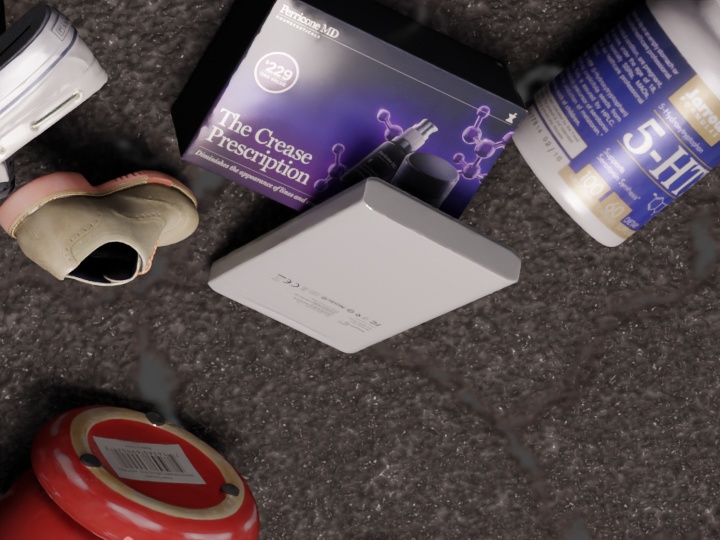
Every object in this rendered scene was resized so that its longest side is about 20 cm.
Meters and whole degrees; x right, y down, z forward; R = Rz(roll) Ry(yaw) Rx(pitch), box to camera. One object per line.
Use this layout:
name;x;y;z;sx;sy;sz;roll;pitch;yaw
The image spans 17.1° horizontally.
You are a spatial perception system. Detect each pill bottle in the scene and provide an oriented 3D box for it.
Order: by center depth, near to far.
pill bottle;0.212;-0.122;1.650;0.200;0.120;0.120;-40;119;14

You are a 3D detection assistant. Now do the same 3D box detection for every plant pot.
plant pot;-0.179;0.214;1.732;0.200;0.201;0.183;19;113;-20

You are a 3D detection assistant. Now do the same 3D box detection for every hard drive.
hard drive;0.000;0.000;1.668;0.132;0.027;0.200;26;151;-26

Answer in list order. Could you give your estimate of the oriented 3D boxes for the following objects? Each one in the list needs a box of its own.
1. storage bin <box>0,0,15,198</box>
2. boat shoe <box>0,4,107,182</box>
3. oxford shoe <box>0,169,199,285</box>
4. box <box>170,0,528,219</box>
storage bin;-0.326;-0.111;1.545;0.199;0.135;0.094;-4;121;-8
boat shoe;-0.240;-0.074;1.458;0.200;0.074;0.067;-38;118;11
oxford shoe;-0.166;-0.020;1.613;0.071;0.074;0.200;-42;163;26
box;-0.009;-0.109;1.643;0.199;0.079;0.141;23;111;-22
